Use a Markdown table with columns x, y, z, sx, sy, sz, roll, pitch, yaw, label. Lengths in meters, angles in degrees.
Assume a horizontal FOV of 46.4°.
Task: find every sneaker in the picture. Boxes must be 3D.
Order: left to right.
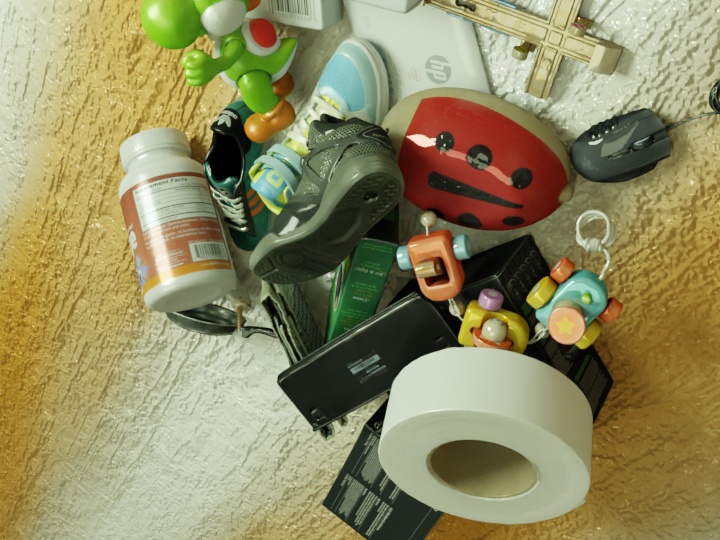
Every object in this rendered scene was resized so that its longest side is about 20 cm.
| x | y | z | sx | sy | sz | roll | pitch | yaw | label |
| --- | --- | --- | --- | --- | --- | --- | --- | --- | --- |
| -0.147 | -0.100 | 0.978 | 0.071 | 0.080 | 0.202 | 20 | 129 | 24 | sneaker |
| -0.047 | -0.130 | 0.844 | 0.079 | 0.130 | 0.201 | 38 | 137 | 18 | sneaker |
| -0.037 | -0.071 | 0.806 | 0.076 | 0.115 | 0.199 | 21 | 133 | -30 | sneaker |

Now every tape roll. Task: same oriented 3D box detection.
| x | y | z | sx | sy | sz | roll | pitch | yaw | label |
| --- | --- | --- | --- | --- | --- | --- | --- | --- | --- |
| 0.120 | 0.162 | 0.800 | 0.200 | 0.071 | 0.204 | 9 | 138 | 8 | tape roll |

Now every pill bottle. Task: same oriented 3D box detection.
| x | y | z | sx | sy | sz | roll | pitch | yaw | label |
| --- | --- | --- | --- | --- | --- | --- | --- | --- | --- |
| -0.224 | -0.061 | 1.001 | 0.112 | 0.111 | 0.202 | -32 | 70 | 44 | pill bottle |

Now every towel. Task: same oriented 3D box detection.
| x | y | z | sx | sy | sz | roll | pitch | yaw | label |
| --- | --- | --- | --- | --- | --- | --- | --- | --- | --- |
| -0.066 | 0.075 | 0.986 | 0.034 | 0.200 | 0.194 | -20 | 110 | 3 | towel |

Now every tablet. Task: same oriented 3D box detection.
| x | y | z | sx | sy | sz | roll | pitch | yaw | label |
| --- | --- | --- | --- | --- | --- | --- | --- | --- | --- |
| 0.060 | -0.193 | 0.812 | 0.129 | 0.014 | 0.202 | -2 | 118 | 37 | tablet |

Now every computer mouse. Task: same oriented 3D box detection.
| x | y | z | sx | sy | sz | roll | pitch | yaw | label |
| --- | --- | --- | --- | --- | --- | --- | --- | --- | --- |
| 0.263 | -0.116 | 0.701 | 0.199 | 0.034 | 0.059 | -19 | 106 | 42 | computer mouse |

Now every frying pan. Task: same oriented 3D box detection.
| x | y | z | sx | sy | sz | roll | pitch | yaw | label |
| --- | --- | --- | --- | --- | --- | --- | --- | --- | --- |
| -0.173 | 0.070 | 1.121 | 0.188 | 0.115 | 0.031 | 15 | 98 | -8 | frying pan |

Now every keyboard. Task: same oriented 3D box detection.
| x | y | z | sx | sy | sz | roll | pitch | yaw | label |
| --- | --- | --- | --- | --- | --- | --- | --- | --- | --- |
| 0.020 | 0.112 | 0.868 | 0.199 | 0.021 | 0.128 | -32 | 104 | 23 | keyboard |

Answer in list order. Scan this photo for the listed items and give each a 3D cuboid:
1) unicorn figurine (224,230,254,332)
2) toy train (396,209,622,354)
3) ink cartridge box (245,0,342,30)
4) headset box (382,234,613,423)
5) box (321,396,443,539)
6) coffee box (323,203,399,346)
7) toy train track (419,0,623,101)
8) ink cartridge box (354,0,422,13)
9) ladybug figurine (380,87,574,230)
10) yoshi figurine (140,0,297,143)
| x | y | z | sx | sy | sz | roll | pitch | yaw | label |
| --- | --- | --- | --- | --- | --- | --- | --- | --- | --- |
| -0.208 | -0.005 | 1.105 | 0.199 | 0.074 | 0.138 | 4 | 123 | 53 | unicorn figurine |
| 0.132 | 0.017 | 0.754 | 0.198 | 0.056 | 0.152 | -6 | 111 | 22 | toy train |
| -0.114 | -0.338 | 0.819 | 0.198 | 0.044 | 0.175 | 17 | 127 | 26 | ink cartridge box |
| 0.136 | 0.079 | 0.885 | 0.173 | 0.093 | 0.201 | -21 | 105 | 42 | headset box |
| 0.049 | 0.276 | 1.094 | 0.141 | 0.079 | 0.201 | 37 | 134 | 14 | box |
| 0.000 | 0.000 | 0.907 | 0.043 | 0.124 | 0.201 | 10 | 133 | -7 | coffee box |
| 0.127 | -0.213 | 0.726 | 0.198 | 0.033 | 0.116 | 26 | 128 | 15 | toy train track |
| -0.014 | -0.333 | 0.694 | 0.161 | 0.057 | 0.202 | 21 | 134 | 18 | ink cartridge box |
| 0.101 | -0.096 | 0.788 | 0.198 | 0.072 | 0.137 | 17 | 130 | 21 | ladybug figurine |
| -0.144 | -0.219 | 0.827 | 0.112 | 0.112 | 0.200 | 20 | 156 | 36 | yoshi figurine |
